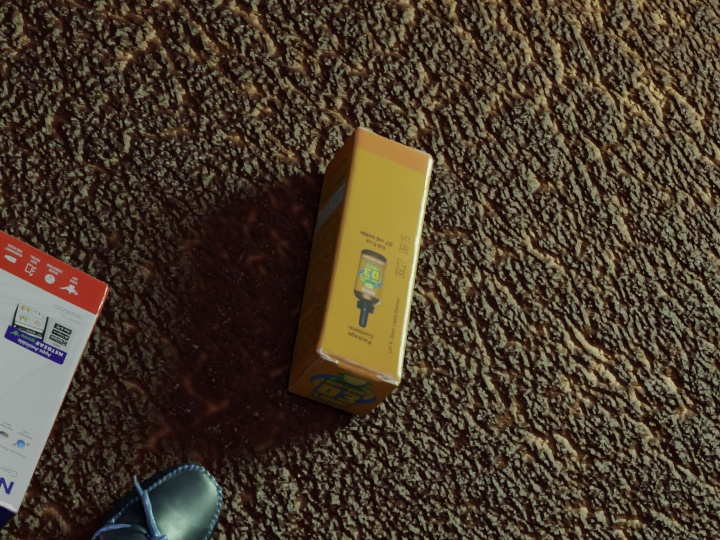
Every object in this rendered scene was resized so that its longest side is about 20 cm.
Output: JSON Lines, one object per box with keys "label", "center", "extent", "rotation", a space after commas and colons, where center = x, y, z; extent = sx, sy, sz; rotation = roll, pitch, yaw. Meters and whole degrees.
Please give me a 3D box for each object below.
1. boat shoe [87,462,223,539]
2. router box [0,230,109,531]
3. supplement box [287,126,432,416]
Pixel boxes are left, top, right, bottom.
{"label": "boat shoe", "center": [-0.139, 0.193, 1.250], "extent": [0.084, 0.069, 0.200], "rotation": [38, 51, -6]}
{"label": "router box", "center": [-0.279, 0.045, 1.268], "extent": [0.200, 0.049, 0.180], "rotation": [27, 53, -14]}
{"label": "supplement box", "center": [0.000, 0.000, 1.446], "extent": [0.066, 0.069, 0.200], "rotation": [22, 53, -17]}
